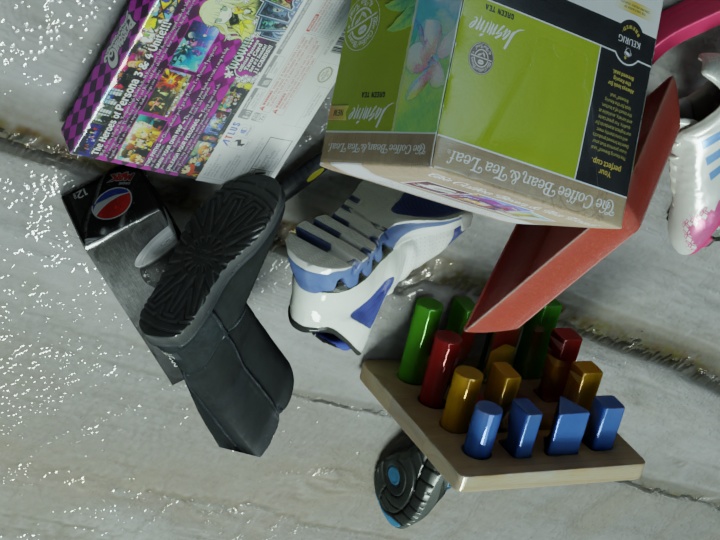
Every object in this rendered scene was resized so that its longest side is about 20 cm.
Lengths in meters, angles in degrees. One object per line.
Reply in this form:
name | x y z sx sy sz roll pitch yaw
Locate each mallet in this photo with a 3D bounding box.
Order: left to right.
mallet | -0.023 -0.102 1.483 0.200 0.041 0.066 -32 141 11

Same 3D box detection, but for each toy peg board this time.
toy peg board | 0.136 0.101 1.674 0.199 0.199 0.098 -1 118 -29

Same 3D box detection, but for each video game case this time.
video game case | -0.102 -0.155 1.379 0.181 0.036 0.200 9 128 -37

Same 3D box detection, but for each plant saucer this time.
plant saucer | 0.184 -0.045 1.515 0.037 0.200 0.200 41 131 -9

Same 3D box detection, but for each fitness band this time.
fitness band | 0.306 -0.181 1.586 0.200 0.037 0.144 -25 137 -5

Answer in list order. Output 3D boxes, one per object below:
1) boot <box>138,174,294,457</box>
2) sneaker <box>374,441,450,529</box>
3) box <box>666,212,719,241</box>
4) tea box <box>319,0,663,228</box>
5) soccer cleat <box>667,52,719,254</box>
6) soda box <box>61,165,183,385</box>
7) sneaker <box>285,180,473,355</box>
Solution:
boot | -0.089 0.040 1.483 0.165 0.066 0.200 -54 145 -18
sneaker | 0.081 0.188 1.805 0.082 0.073 0.200 -12 152 -36
box | 0.399 -0.092 1.725 0.199 0.040 0.137 -3 133 -27
tea box | 0.100 -0.146 1.360 0.200 0.133 0.197 16 83 -39
soccer cleat | 0.290 -0.104 1.585 0.086 0.070 0.200 10 125 -14
soda box | -0.166 0.005 1.491 0.071 0.063 0.200 -27 141 -1
sneaker | 0.000 0.000 1.521 0.199 0.080 0.115 -28 143 -46
